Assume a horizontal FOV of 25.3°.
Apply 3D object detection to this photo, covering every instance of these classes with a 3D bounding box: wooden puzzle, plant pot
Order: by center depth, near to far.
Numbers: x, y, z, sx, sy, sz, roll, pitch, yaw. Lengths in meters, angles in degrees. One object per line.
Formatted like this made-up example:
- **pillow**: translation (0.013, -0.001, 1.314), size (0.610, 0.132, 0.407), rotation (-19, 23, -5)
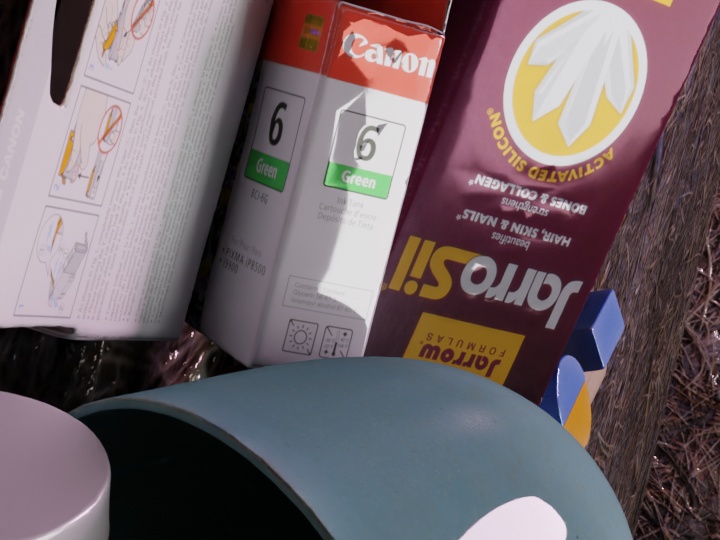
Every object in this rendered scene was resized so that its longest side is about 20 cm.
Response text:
- **plant pot**: translation (0.000, 0.120, 0.540), size (0.160, 0.200, 0.202), rotation (-17, 124, -46)
- **wooden puzzle**: translation (0.102, 0.022, 0.894), size (0.185, 0.046, 0.202), rotation (-50, 130, -57)

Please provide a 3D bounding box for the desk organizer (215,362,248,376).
- **desk organizer**: translation (-0.008, 0.132, 0.687), size (0.077, 0.071, 0.202), rotation (-27, 100, -70)

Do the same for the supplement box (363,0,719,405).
- **supplement box**: translation (0.052, -0.057, 0.661), size (0.110, 0.086, 0.201), rotation (13, 107, -33)

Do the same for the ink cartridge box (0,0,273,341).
- **ink cartridge box**: translation (-0.081, -0.078, 0.525), size (0.173, 0.043, 0.202), rotation (10, 96, -73)

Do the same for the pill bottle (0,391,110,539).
- **pill bottle**: translation (-0.123, 0.143, 0.473), size (0.112, 0.111, 0.202), rotation (-41, 143, -61)

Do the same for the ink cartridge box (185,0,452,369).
- **ink cartridge box**: translation (-0.020, -0.069, 0.618), size (0.050, 0.109, 0.202), rotation (10, 98, -29)
